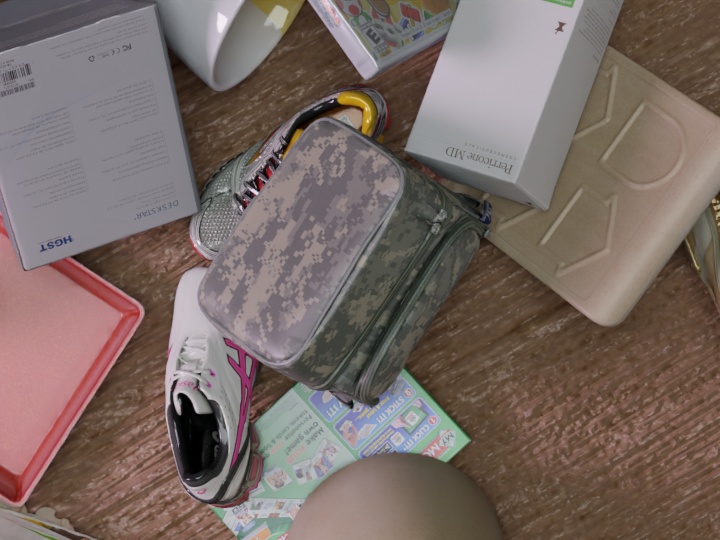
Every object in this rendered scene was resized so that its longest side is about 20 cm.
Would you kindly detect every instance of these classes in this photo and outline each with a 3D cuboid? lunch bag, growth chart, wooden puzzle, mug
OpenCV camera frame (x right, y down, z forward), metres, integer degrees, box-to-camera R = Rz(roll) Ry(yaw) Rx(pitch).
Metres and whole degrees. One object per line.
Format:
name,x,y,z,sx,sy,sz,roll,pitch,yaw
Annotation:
lunch bag,0.000,0.000,1.490,0.139,0.168,0.200,33,91,39
growth chart,-0.251,0.238,1.535,0.199,0.145,0.018,28,111,-3
wooden puzzle,0.187,-0.077,1.531,0.200,0.046,0.186,39,97,32
mug,-0.126,-0.255,1.546,0.153,0.187,0.150,35,124,10

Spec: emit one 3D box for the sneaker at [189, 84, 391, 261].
sneaker,-0.063,-0.085,1.552,0.200,0.082,0.078,-43,89,2

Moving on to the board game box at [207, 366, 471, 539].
board game box,-0.026,0.158,1.578,0.200,0.029,0.135,-42,89,1

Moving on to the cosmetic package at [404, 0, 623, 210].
cosmetic package,0.126,-0.163,1.512,0.107,0.085,0.201,17,83,26

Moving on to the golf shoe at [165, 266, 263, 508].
golf shoe,-0.121,0.088,1.536,0.072,0.092,0.201,-11,73,13

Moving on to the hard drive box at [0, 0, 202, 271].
hard drive box,-0.223,-0.118,1.490,0.155,0.077,0.201,-19,129,-13

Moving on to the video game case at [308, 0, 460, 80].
video game case,0.008,-0.256,1.507,0.023,0.200,0.182,-36,89,40

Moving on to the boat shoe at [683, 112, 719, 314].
boat shoe,0.298,-0.026,1.548,0.073,0.069,0.201,-11,83,-22

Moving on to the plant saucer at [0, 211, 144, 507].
plant saucer,-0.310,0.061,1.584,0.200,0.037,0.200,33,91,2

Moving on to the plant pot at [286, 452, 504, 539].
plant pot,0.041,0.259,1.473,0.186,0.200,0.188,-1,101,-7
